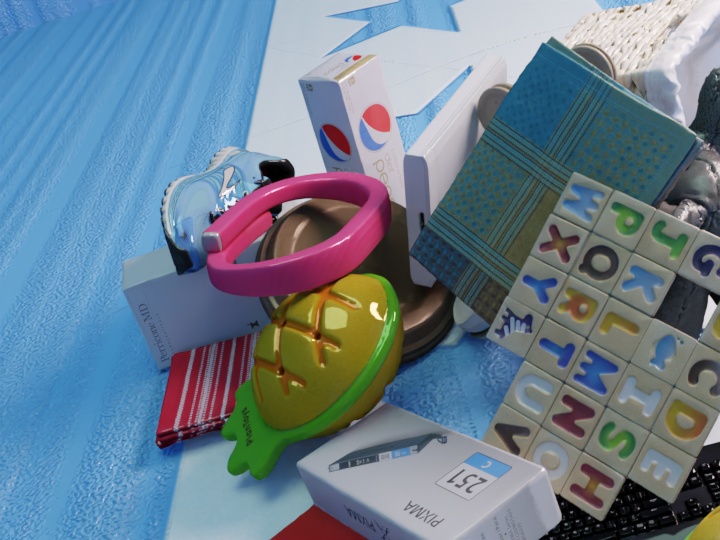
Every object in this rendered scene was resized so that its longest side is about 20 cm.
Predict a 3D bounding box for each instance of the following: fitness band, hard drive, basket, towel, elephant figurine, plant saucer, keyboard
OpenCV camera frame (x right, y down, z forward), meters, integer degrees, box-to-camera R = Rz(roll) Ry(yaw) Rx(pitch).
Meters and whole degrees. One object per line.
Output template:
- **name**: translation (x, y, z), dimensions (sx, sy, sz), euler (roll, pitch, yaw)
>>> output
- **fitness band**: translation (-0.052, -0.037, 0.889), dimensions (0.141, 0.038, 0.200), euler (0, 26, 22)
- **hard drive**: translation (0.093, -0.097, 0.962), dimensions (0.026, 0.134, 0.201), euler (12, 39, 24)
- **basket**: translation (0.265, -0.132, 0.962), dimensions (0.159, 0.203, 0.198), euler (3, 35, 38)
- **towel**: translation (-0.092, 0.097, 0.962), dimensions (0.196, 0.023, 0.145), euler (-14, 27, 4)
- **elephant figurine**: translation (0.237, -0.020, 0.772), dimensions (0.140, 0.201, 0.156), euler (-25, 68, -41)
- **plant saucer**: translation (0.000, 0.000, 0.960), dimensions (0.196, 0.030, 0.203), euler (6, 51, -7)
- **keyboard**: translation (0.168, 0.148, 0.701), dimensions (0.196, 0.040, 0.105), euler (-16, 29, 3)
- **towel**: translation (0.137, -0.052, 0.765), dimensions (0.146, 0.202, 0.022), euler (42, 21, 26)

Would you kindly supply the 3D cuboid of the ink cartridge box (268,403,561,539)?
- **ink cartridge box**: translation (0.010, 0.174, 0.709), dimensions (0.175, 0.045, 0.199), euler (-32, 20, -24)

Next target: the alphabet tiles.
- **alphabet tiles**: translation (0.168, 0.054, 0.700), dimensions (0.166, 0.008, 0.202), euler (29, 90, 29)

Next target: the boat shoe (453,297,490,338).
- **boat shoe**: translation (0.117, -0.020, 0.867), dimensions (0.067, 0.201, 0.076), euler (11, 45, -18)

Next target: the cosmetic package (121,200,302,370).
- **cosmetic package**: translation (-0.133, 0.013, 1.049), dimensions (0.197, 0.103, 0.074), euler (-22, 27, -4)

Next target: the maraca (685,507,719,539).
- **maraca**: translation (0.232, 0.186, 0.510), dimensions (0.135, 0.108, 0.201), euler (-21, 29, 1)

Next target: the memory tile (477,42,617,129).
- **memory tile**: translation (0.192, -0.086, 0.898), dimensions (0.017, 0.202, 0.152), euler (-34, 9, -40)

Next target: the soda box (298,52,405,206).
- **soda box**: translation (0.003, -0.124, 1.098), dimensions (0.063, 0.203, 0.068), euler (12, 40, 43)

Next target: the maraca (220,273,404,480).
- **maraca**: translation (-0.043, 0.084, 0.841), dimensions (0.200, 0.107, 0.138), euler (-44, 28, 12)

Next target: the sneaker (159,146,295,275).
- **sneaker**: translation (-0.123, -0.067, 0.999), dimensions (0.088, 0.080, 0.201), euler (-1, 33, 23)
